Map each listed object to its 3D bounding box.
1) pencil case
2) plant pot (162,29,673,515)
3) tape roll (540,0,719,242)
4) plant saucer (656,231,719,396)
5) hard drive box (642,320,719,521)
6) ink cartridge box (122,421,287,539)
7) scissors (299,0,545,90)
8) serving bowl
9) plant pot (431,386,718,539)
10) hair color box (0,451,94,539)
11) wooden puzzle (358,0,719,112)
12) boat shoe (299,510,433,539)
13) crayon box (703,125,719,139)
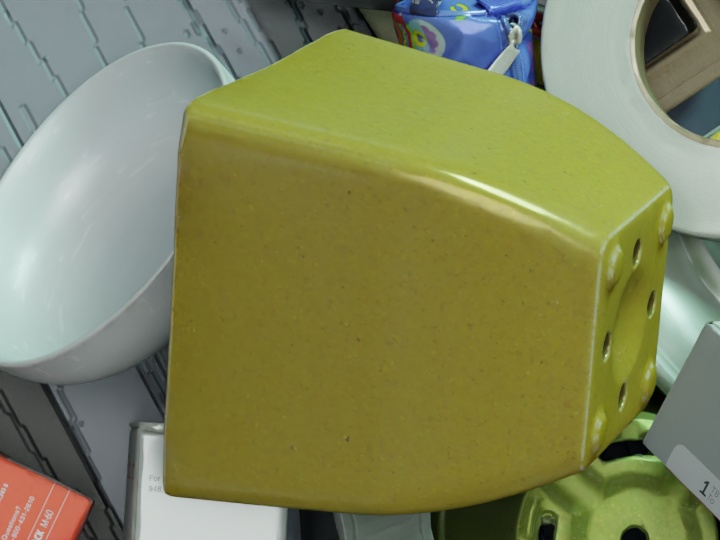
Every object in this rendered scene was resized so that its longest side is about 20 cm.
[{"bbox_3d":[0.065,-0.054,1.474,0.078,0.087,0.201,-14,103,-29],"label":"pencil case"},{"bbox_3d":[0.039,0.009,1.357,0.199,0.195,0.195,11,109,19],"label":"plant pot"},{"bbox_3d":[0.192,-0.113,1.433,0.202,0.037,0.204,-1,86,14],"label":"tape roll"},{"bbox_3d":[0.195,0.016,1.494,0.200,0.200,0.050,46,115,-1],"label":"plant saucer"},{"bbox_3d":[0.264,0.096,1.371,0.199,0.156,0.077,1,125,-42],"label":"hard drive box"},{"bbox_3d":[-0.086,0.181,1.487,0.083,0.147,0.201,3,87,-6],"label":"ink cartridge box"},{"bbox_3d":[0.038,-0.151,1.521,0.199,0.014,0.073,22,114,18],"label":"scissors"},{"bbox_3d":[-0.121,-0.020,1.491,0.066,0.200,0.200,38,84,-35],"label":"serving bowl"},{"bbox_3d":[0.130,0.139,1.484,0.199,0.190,0.201,0,88,-4],"label":"plant pot"},{"bbox_3d":[-0.242,0.105,1.498,0.199,0.111,0.064,25,84,-3],"label":"hair color box"},{"bbox_3d":[0.093,-0.148,1.520,0.200,0.037,0.185,-34,89,32],"label":"wooden puzzle"},{"bbox_3d":[0.006,0.164,1.508,0.075,0.060,0.201,-8,104,-26],"label":"boat shoe"},{"bbox_3d":[0.317,-0.055,1.576,0.200,0.058,0.173,-34,91,-5],"label":"crayon box"}]
